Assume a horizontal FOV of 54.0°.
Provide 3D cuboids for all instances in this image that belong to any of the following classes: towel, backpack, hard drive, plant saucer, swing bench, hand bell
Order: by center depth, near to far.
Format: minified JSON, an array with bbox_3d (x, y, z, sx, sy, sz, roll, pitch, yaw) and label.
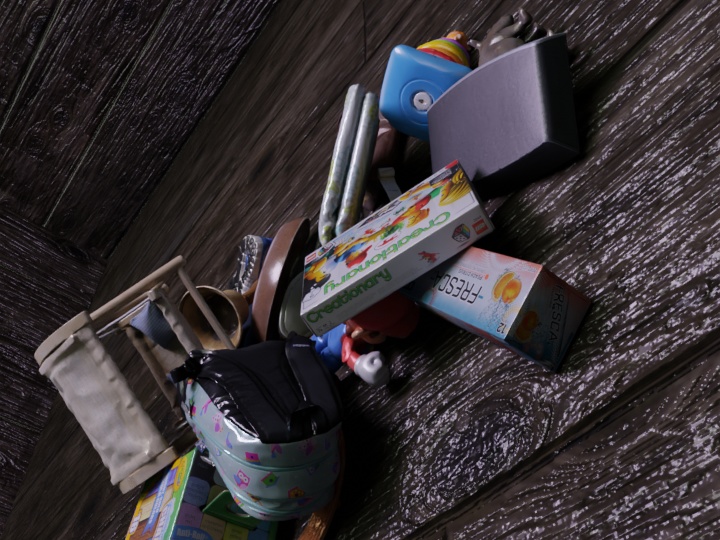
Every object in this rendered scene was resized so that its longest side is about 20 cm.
[{"bbox_3d":[-0.093,0.158,0.739,0.199,0.164,0.129,33,130,53],"label":"backpack"},{"bbox_3d":[0.140,-0.153,0.747,0.199,0.042,0.138,-19,73,58],"label":"hard drive"},{"bbox_3d":[-0.259,0.129,0.871,0.199,0.200,0.130,-35,-1,-32],"label":"swing bench"},{"bbox_3d":[-0.016,-0.121,0.905,0.171,0.047,0.204,10,-87,-87],"label":"towel"},{"bbox_3d":[-0.118,0.016,1.021,0.200,0.034,0.204,16,-91,-86],"label":"plant saucer"},{"bbox_3d":[-0.174,0.044,1.054,0.104,0.104,0.200,-47,-3,26],"label":"hand bell"}]

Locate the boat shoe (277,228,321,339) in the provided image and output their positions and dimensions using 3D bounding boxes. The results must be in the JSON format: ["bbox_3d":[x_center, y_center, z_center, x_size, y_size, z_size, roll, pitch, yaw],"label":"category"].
[{"bbox_3d":[-0.067,0.016,0.996,0.060,0.071,0.203,-29,30,55],"label":"boat shoe"}]

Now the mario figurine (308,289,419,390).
[{"bbox_3d":[0.010,0.077,0.802,0.200,0.105,0.125,-47,61,50],"label":"mario figurine"}]

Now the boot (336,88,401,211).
[{"bbox_3d":[0.001,-0.174,1.089,0.185,0.063,0.203,-25,46,54],"label":"boot"}]

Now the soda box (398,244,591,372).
[{"bbox_3d":[0.113,0.023,0.641,0.069,0.063,0.200,-60,23,-2],"label":"soda box"}]

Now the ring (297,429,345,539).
[{"bbox_3d":[-0.073,0.258,0.804,0.200,0.019,0.202,-44,29,31],"label":"ring"}]

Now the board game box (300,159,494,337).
[{"bbox_3d":[0.030,-0.025,0.704,0.198,0.035,0.127,-32,24,12],"label":"board game box"}]

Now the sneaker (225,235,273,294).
[{"bbox_3d":[-0.169,0.027,1.188,0.201,0.088,0.079,-62,41,39],"label":"sneaker"}]

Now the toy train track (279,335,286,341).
[{"bbox_3d":[-0.090,0.127,0.957,0.114,0.033,0.200,-40,19,5],"label":"toy train track"}]

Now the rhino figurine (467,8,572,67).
[{"bbox_3d":[0.175,-0.256,0.826,0.088,0.059,0.201,-49,27,21],"label":"rhino figurine"}]

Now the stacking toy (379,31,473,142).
[{"bbox_3d":[0.108,-0.271,0.945,0.201,0.114,0.111,-63,-9,-45],"label":"stacking toy"}]

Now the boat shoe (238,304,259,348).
[{"bbox_3d":[-0.167,0.119,1.078,0.068,0.085,0.201,-32,17,12],"label":"boat shoe"}]

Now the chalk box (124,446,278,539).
[{"bbox_3d":[-0.170,0.288,0.787,0.199,0.124,0.126,-36,33,46],"label":"chalk box"}]

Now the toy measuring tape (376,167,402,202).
[{"bbox_3d":[0.059,-0.079,0.822,0.074,0.073,0.202,-47,40,26],"label":"toy measuring tape"}]
